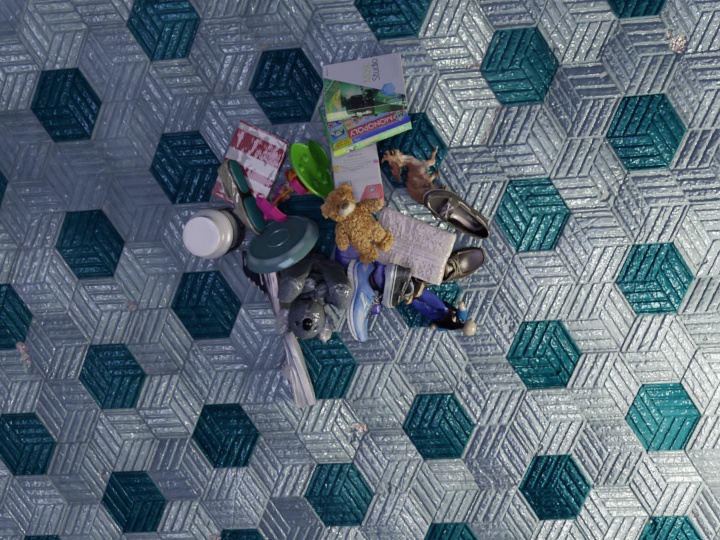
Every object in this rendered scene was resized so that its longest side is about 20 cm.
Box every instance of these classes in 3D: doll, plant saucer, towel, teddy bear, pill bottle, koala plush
[{"bbox_3d":[0.210,0.105,1.631,0.198,0.049,0.136,33,137,-17],"label":"doll"},{"bbox_3d":[-0.195,-0.072,1.589,0.196,0.202,0.028,-21,128,7],"label":"plant saucer"},{"bbox_3d":[-0.277,-0.256,1.654,0.141,0.023,0.204,25,97,2],"label":"towel"},{"bbox_3d":[-0.004,-0.104,1.532,0.142,0.067,0.203,-18,117,7],"label":"teddy bear"},{"bbox_3d":[-0.358,-0.091,1.591,0.116,0.200,0.123,1,98,4],"label":"pill bottle"},{"bbox_3d":[0.122,-0.061,1.584,0.196,0.034,0.135,21,100,9],"label":"towel"},{"bbox_3d":[0.000,0.000,1.659,0.144,0.050,0.205,12,99,9],"label":"towel"},{"bbox_3d":[-0.122,0.080,1.600,0.173,0.185,0.204,7,115,-10],"label":"koala plush"}]

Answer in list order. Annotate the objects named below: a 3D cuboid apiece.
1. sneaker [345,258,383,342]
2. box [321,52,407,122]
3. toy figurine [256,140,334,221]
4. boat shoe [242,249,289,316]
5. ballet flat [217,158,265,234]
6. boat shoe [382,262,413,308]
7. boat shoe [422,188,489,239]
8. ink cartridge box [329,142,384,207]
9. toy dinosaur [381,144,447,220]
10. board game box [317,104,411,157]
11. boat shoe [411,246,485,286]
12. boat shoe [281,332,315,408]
[{"bbox_3d":[0.012,0.076,1.601,0.087,0.079,0.206,2,97,11],"label":"sneaker"},{"bbox_3d":[0.008,-0.438,1.567,0.195,0.036,0.148,-9,66,6],"label":"box"},{"bbox_3d":[-0.173,-0.205,1.599,0.183,0.202,0.150,-34,115,27],"label":"toy figurine"},{"bbox_3d":[-0.242,0.029,1.673,0.091,0.075,0.205,-7,96,19],"label":"boat shoe"},{"bbox_3d":[-0.297,-0.176,1.629,0.061,0.067,0.204,-24,87,29],"label":"ballet flat"},{"bbox_3d":[0.093,0.046,1.583,0.069,0.201,0.074,12,71,7],"label":"boat shoe"},{"bbox_3d":[0.236,-0.134,1.570,0.197,0.057,0.067,24,116,-29],"label":"boat shoe"},{"bbox_3d":[-0.010,-0.251,1.594,0.113,0.068,0.205,-7,77,4],"label":"ink cartridge box"},{"bbox_3d":[0.135,-0.219,1.602,0.132,0.086,0.204,-12,113,16],"label":"toy dinosaur"},{"bbox_3d":[0.009,-0.365,1.572,0.196,0.029,0.137,-21,65,0],"label":"board game box"},{"bbox_3d":[0.219,-0.002,1.626,0.196,0.073,0.076,-21,96,7],"label":"boat shoe"},{"bbox_3d":[-0.173,0.260,1.691,0.064,0.074,0.205,-16,95,2],"label":"boat shoe"}]
